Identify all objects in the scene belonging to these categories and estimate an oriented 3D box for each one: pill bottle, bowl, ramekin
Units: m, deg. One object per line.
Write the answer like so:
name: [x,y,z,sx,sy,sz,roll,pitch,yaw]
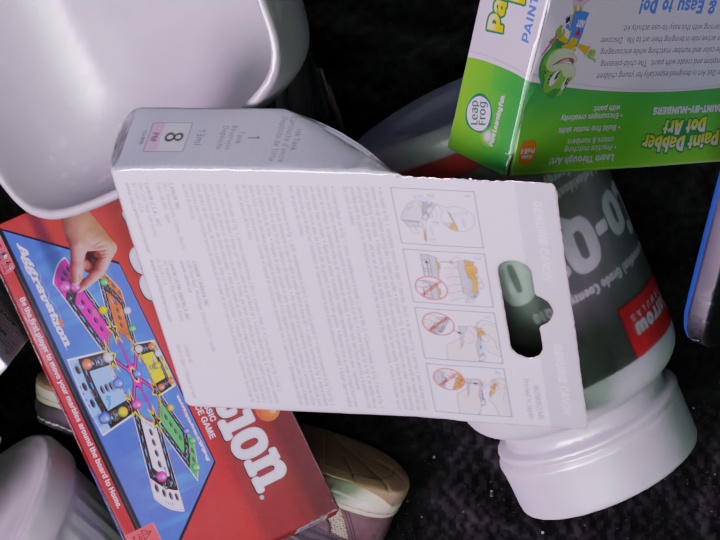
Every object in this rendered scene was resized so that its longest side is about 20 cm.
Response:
pill bottle: [0.084,0.009,1.153,0.113,0.114,0.201,-22,103,13]
bowl: [-0.118,-0.142,1.121,0.199,0.074,0.201,-26,91,36]
ramekin: [-0.181,0.192,1.207,0.094,0.203,0.203,37,108,-17]

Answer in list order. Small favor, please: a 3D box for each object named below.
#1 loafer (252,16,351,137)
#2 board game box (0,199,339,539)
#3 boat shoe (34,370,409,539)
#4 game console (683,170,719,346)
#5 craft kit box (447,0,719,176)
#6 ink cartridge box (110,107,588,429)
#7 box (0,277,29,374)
loafer: [-0.028,-0.041,1.185,0.063,0.072,0.202,-14,106,-28]
board game box: [-0.099,0.051,1.179,0.102,0.019,0.201,-24,80,-14]
boat shoe: [-0.076,0.103,1.226,0.198,0.072,0.065,17,104,-4]
game console: [0.254,-0.054,1.115,0.118,0.170,0.202,22,111,28]
craft kit box: [0.139,-0.145,1.065,0.048,0.199,0.199,25,111,42]
ink cartridge box: [0.000,0.000,1.081,0.198,0.057,0.163,-1,136,12]
box: [-0.269,0.056,1.218,0.200,0.101,0.113,-41,98,17]
